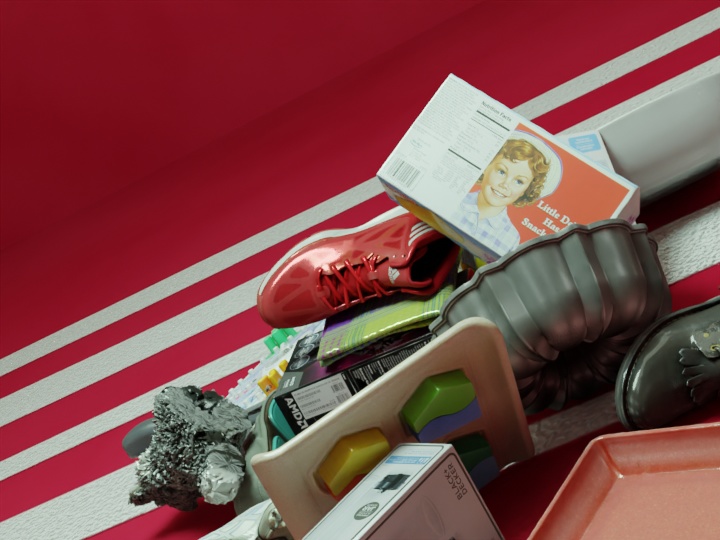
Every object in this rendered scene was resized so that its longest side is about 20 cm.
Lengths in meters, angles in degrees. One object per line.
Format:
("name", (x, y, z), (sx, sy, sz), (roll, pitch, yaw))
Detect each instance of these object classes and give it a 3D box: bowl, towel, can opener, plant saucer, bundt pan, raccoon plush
("bowl", (0.297, -0.116, 1.355), (0.199, 0.075, 0.200), (-27, -8, 7))
("towel", (0.034, 0.022, 1.268), (0.143, 0.023, 0.200), (-23, 18, 16))
("can opener", (-0.167, 0.175, 1.386), (0.199, 0.067, 0.053), (-22, 19, 29))
("plant saucer", (0.197, 0.170, 0.842), (0.199, 0.037, 0.200), (-14, 24, 43))
("bundt pan", (0.159, 0.050, 1.051), (0.201, 0.076, 0.202), (-18, -28, -10))
("raccoon plush", (-0.169, 0.196, 1.230), (0.200, 0.096, 0.135), (-92, 25, -72))

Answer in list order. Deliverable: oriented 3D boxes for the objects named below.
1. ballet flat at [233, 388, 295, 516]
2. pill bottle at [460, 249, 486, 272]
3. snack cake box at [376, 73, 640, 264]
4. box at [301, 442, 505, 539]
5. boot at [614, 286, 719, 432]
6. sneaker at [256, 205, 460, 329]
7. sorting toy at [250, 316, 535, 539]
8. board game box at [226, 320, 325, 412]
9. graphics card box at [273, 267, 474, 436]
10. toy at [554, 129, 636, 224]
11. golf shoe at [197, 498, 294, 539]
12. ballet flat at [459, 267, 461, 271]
("ballet flat", (-0.089, 0.173, 1.265), (0.064, 0.068, 0.200), (-33, 15, 14))
("pill bottle", (0.161, -0.021, 1.328), (0.109, 0.110, 0.200), (-32, 17, -7))
("snack cake box", (0.128, -0.067, 1.153), (0.115, 0.200, 0.067), (-52, -20, -7))
("box", (0.007, 0.219, 0.880), (0.200, 0.117, 0.060), (-42, 21, -33))
("boot", (0.295, 0.060, 0.944), (0.200, 0.069, 0.174), (-36, 19, -17))
("sneaker", (0.000, 0.000, 1.218), (0.199, 0.079, 0.116), (-31, 16, -5))
("sorting toy", (0.034, 0.143, 0.985), (0.199, 0.186, 0.037), (-30, 48, -8))
("board game box", (-0.090, 0.097, 1.488), (0.200, 0.026, 0.200), (-29, 12, 47))
("graphics card box", (0.023, 0.076, 1.254), (0.199, 0.051, 0.126), (-24, 18, 19))
("toy", (0.196, -0.048, 1.196), (0.114, 0.201, 0.047), (-10, -27, -10))
("golf shoe", (-0.101, 0.242, 1.108), (0.199, 0.079, 0.097), (-27, -1, -8))
("ballet flat", (0.066, 0.000, 1.533), (0.075, 0.068, 0.200), (-13, 14, -25))
